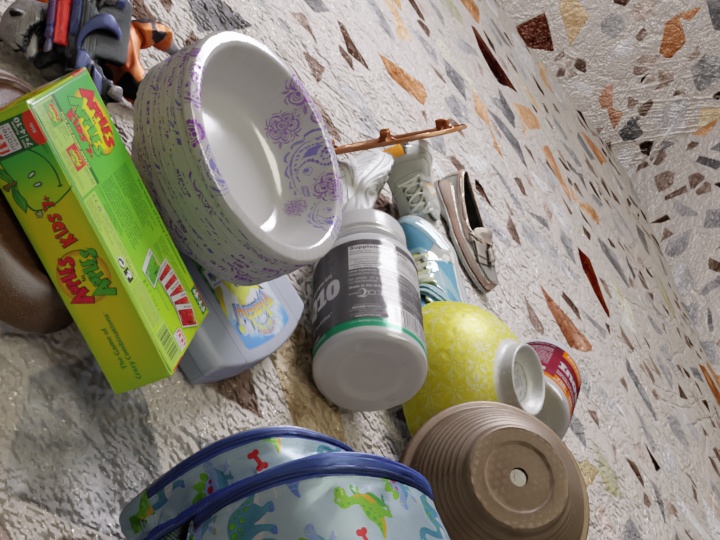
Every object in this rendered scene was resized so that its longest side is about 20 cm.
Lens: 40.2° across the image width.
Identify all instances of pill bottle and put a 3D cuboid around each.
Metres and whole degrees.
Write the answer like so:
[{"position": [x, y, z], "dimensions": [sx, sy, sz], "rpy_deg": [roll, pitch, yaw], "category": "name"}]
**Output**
[{"position": [0.236, 0.160, 1.324], "dimensions": [0.114, 0.112, 0.200], "rpy_deg": [58, 23, -2], "category": "pill bottle"}, {"position": [0.006, 0.035, 1.008], "dimensions": [0.113, 0.113, 0.201], "rpy_deg": [43, 27, -32], "category": "pill bottle"}]

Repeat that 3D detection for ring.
[{"position": [0.031, -0.164, 1.202], "dimensions": [0.200, 0.198, 0.019], "rpy_deg": [-34, 115, -67], "category": "ring"}]

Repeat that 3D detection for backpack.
[{"position": [-0.047, 0.183, 0.608], "dimensions": [0.183, 0.199, 0.148], "rpy_deg": [29, 37, -48], "category": "backpack"}]

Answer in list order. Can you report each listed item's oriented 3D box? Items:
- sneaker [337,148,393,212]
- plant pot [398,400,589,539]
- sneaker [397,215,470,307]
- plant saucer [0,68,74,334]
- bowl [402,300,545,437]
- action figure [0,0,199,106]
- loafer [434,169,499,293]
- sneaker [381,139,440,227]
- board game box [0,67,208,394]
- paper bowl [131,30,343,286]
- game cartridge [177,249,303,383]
[{"position": [-0.022, -0.108, 1.161], "dimensions": [0.099, 0.078, 0.200], "rpy_deg": [29, 27, -4], "category": "sneaker"}, {"position": [0.137, 0.211, 0.947], "dimensions": [0.199, 0.093, 0.203], "rpy_deg": [7, 60, -11], "category": "plant pot"}, {"position": [0.076, 0.016, 1.219], "dimensions": [0.130, 0.079, 0.201], "rpy_deg": [7, 54, -63], "category": "sneaker"}, {"position": [-0.233, -0.057, 0.678], "dimensions": [0.200, 0.032, 0.202], "rpy_deg": [-19, 90, -75], "category": "plant saucer"}, {"position": [0.141, 0.127, 1.098], "dimensions": [0.199, 0.107, 0.202], "rpy_deg": [20, 64, -50], "category": "bowl"}, {"position": [-0.227, -0.164, 0.849], "dimensions": [0.193, 0.104, 0.202], "rpy_deg": [25, 69, -44], "category": "action figure"}, {"position": [0.174, -0.065, 1.535], "dimensions": [0.072, 0.063, 0.201], "rpy_deg": [13, 50, -60], "category": "loafer"}, {"position": [0.075, -0.099, 1.303], "dimensions": [0.200, 0.075, 0.093], "rpy_deg": [58, 13, -66], "category": "sneaker"}, {"position": [-0.180, -0.028, 0.680], "dimensions": [0.102, 0.047, 0.201], "rpy_deg": [-75, 144, -66], "category": "board game box"}, {"position": [-0.110, -0.086, 0.818], "dimensions": [0.200, 0.104, 0.202], "rpy_deg": [39, 41, -45], "category": "paper bowl"}, {"position": [-0.119, 0.021, 0.872], "dimensions": [0.134, 0.040, 0.200], "rpy_deg": [61, 23, -4], "category": "game cartridge"}]
